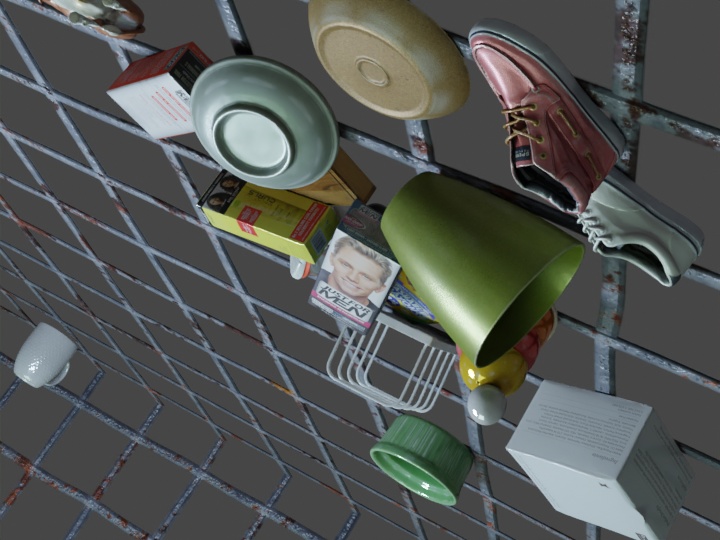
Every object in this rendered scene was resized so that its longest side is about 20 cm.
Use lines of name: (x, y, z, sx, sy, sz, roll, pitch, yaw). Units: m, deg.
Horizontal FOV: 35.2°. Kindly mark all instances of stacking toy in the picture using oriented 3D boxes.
stacking toy: (0.170, 0.113, 1.456, 0.146, 0.200, 0.146, 10, 136, 10)

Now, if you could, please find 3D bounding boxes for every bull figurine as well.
bull figurine: (-0.365, -0.349, 1.419, 0.200, 0.065, 0.121, 24, -168, 4)

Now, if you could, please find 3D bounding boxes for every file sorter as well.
file sorter: (0.051, 0.137, 1.734, 0.139, 0.125, 0.200, 25, 179, 20)

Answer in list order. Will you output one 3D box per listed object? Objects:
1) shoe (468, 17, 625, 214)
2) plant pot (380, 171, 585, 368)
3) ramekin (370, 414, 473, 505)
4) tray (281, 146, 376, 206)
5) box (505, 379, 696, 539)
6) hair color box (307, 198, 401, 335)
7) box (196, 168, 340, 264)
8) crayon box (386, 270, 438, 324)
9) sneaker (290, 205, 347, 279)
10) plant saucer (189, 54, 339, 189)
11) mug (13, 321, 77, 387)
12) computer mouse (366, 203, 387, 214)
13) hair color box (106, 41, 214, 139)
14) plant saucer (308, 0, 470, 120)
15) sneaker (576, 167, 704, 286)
shoe: (0.165, -0.144, 1.083, 0.200, 0.091, 0.071, 41, 158, -19)
plant pot: (0.127, -0.021, 1.331, 0.200, 0.187, 0.187, 42, 163, 20)
ramekin: (0.128, 0.375, 2.269, 0.200, 0.098, 0.200, 28, 158, 12)
tray: (-0.077, -0.131, 1.544, 0.200, 0.037, 0.099, 4, 144, 51)
box: (0.360, 0.285, 1.690, 0.200, 0.131, 0.199, 11, 150, 44)
hair color box: (0.000, 0.000, 1.540, 0.100, 0.061, 0.200, 30, 146, 4)
box: (-0.130, -0.077, 1.588, 0.200, 0.075, 0.050, 22, 156, 30)
crayon box: (0.094, 0.019, 1.603, 0.126, 0.052, 0.200, 41, 157, -21)
sneaker: (-0.042, -0.043, 1.672, 0.082, 0.077, 0.200, 6, 160, -19)
plant saucer: (-0.126, -0.170, 1.408, 0.200, 0.050, 0.200, 12, 136, 12)
mug: (-1.002, 0.291, 3.619, 0.148, 0.175, 0.200, 20, 156, 32)
computer mouse: (-0.004, -0.025, 1.588, 0.059, 0.034, 0.200, 43, 141, 11)
hair color box: (-0.252, -0.238, 1.527, 0.102, 0.061, 0.200, 46, 157, -27)
plant saucer: (0.021, -0.221, 1.203, 0.200, 0.035, 0.200, 28, 159, 12)
sneaker: (0.257, -0.056, 1.171, 0.200, 0.071, 0.073, 31, 159, 7)
